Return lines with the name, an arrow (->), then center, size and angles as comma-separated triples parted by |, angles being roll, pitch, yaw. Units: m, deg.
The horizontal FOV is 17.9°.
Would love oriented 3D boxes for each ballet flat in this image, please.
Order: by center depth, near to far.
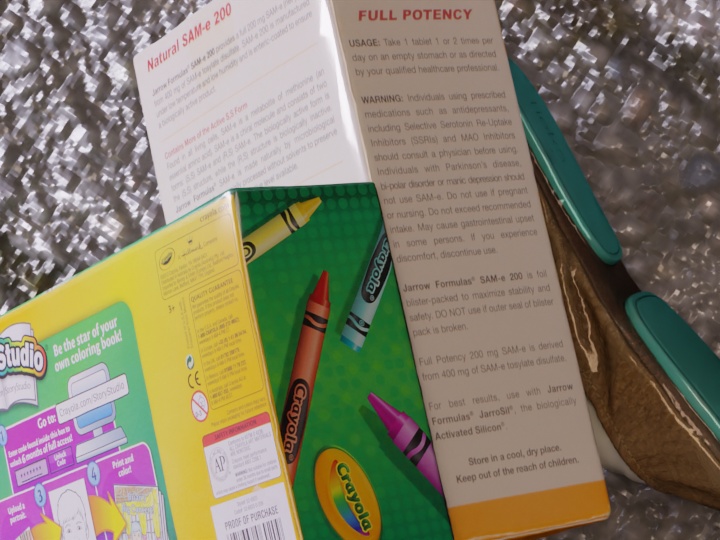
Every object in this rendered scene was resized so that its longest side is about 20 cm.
ballet flat -> 0.073, 0.019, 0.800 | 0.072, 0.068, 0.201 | -39, 79, 19

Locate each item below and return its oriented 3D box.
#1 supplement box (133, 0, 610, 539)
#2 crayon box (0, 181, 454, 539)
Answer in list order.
supplement box -> 0.000, 0.000, 0.768 | 0.073, 0.126, 0.202 | -5, 79, -36
crayon box -> -0.061, 0.057, 0.742 | 0.058, 0.199, 0.120 | -5, 78, -38
